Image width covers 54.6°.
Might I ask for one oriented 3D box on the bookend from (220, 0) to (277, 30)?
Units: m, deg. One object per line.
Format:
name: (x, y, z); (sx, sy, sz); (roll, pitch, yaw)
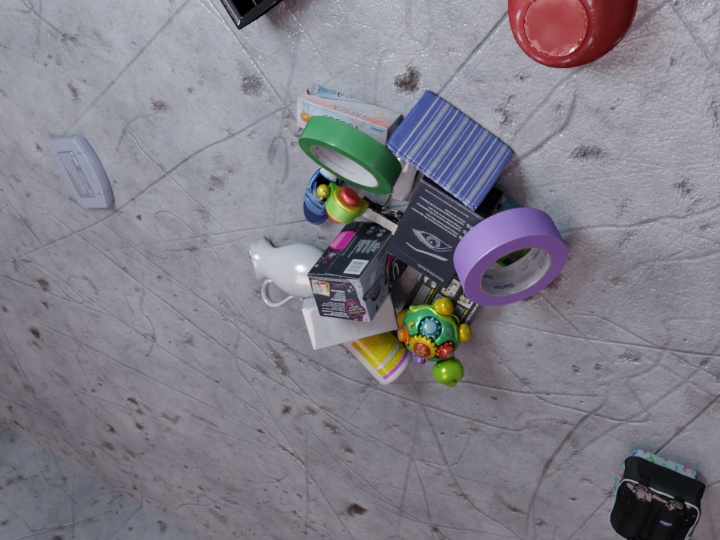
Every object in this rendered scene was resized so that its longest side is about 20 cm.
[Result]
bookend: (-0.183, -0.564, 1.207); (0.198, 0.092, 0.200); (-17, 114, 39)

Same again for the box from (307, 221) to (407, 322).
box: (0.000, 0.000, 1.464); (0.130, 0.201, 0.116); (5, 129, 29)

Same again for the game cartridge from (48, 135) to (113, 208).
game cartridge: (-0.733, -0.260, 1.843); (0.131, 0.041, 0.203); (6, 127, 33)

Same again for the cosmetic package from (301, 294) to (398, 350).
cosmetic package: (-0.022, 0.096, 1.550); (0.196, 0.071, 0.103); (-14, 106, 5)

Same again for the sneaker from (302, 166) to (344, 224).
sneaker: (-0.084, -0.163, 1.473); (0.073, 0.083, 0.201); (32, 136, 2)

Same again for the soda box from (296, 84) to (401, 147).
soda box: (-0.024, -0.289, 1.342); (0.197, 0.069, 0.064); (22, 134, 15)

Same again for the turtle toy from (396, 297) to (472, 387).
turtle toy: (0.158, 0.155, 1.485); (0.144, 0.102, 0.201); (-20, 115, 42)

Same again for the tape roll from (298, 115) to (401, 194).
tape roll: (-0.020, -0.212, 1.297); (0.198, 0.049, 0.200); (28, 173, 3)

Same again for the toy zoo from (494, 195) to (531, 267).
toy zoo: (0.256, -0.090, 1.358); (0.198, 0.021, 0.132); (36, 136, 3)

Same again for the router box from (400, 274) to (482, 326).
router box: (0.182, 0.067, 1.507); (0.148, 0.051, 0.201); (31, 135, 5)

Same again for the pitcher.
pitcher: (-0.160, 0.018, 1.633); (0.197, 0.121, 0.175); (12, 117, 32)

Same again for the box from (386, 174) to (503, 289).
box: (0.157, -0.091, 1.331); (0.147, 0.105, 0.201); (32, 136, 5)

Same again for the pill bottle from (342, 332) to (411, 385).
pill bottle: (0.022, 0.167, 1.653); (0.200, 0.105, 0.104); (47, 135, -9)

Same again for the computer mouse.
computer mouse: (0.067, -0.175, 1.394); (0.109, 0.044, 0.202); (32, 135, 8)

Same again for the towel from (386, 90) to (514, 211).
towel: (0.159, -0.216, 1.243); (0.199, 0.146, 0.024); (36, 162, 2)

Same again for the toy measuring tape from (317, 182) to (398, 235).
toy measuring tape: (-0.003, -0.109, 1.395); (0.198, 0.074, 0.074); (31, 137, -16)

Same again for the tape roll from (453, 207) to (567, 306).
tape roll: (0.271, -0.021, 1.269); (0.196, 0.066, 0.202); (-12, 143, -9)

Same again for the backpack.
backpack: (0.629, 0.501, 1.499); (0.175, 0.151, 0.203); (17, 125, 23)

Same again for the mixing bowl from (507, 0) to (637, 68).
mixing bowl: (0.299, -0.383, 1.035); (0.197, 0.109, 0.203); (18, 132, 21)
